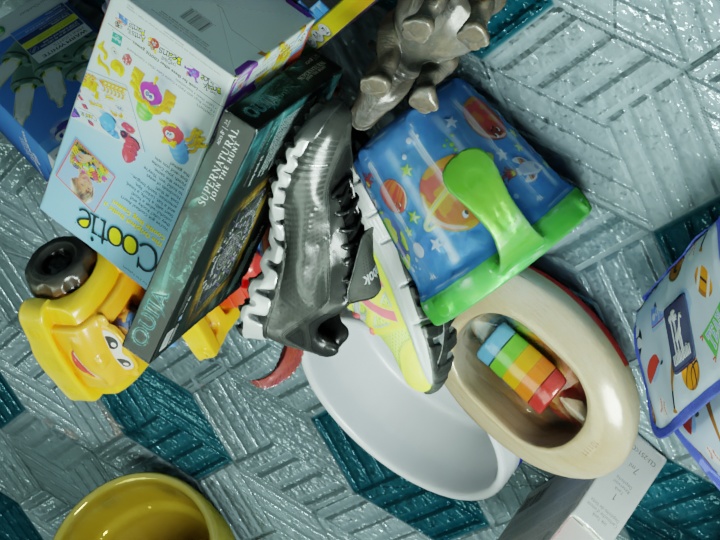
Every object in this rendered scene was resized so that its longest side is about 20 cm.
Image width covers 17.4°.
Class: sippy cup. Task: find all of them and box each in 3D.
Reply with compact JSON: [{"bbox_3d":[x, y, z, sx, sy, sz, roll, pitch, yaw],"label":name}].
[{"bbox_3d":[0.067,-0.054,1.601,0.131,0.139,0.178,54,140,-1],"label":"sippy cup"}]

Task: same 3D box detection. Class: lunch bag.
[{"bbox_3d":[0.270,0.068,1.526,0.200,0.123,0.170,51,154,9],"label":"lunch bag"}]

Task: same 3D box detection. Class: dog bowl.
[{"bbox_3d":[0.053,0.085,1.862,0.199,0.079,0.201,31,151,19],"label":"dog bowl"}]

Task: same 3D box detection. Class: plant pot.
[{"bbox_3d":[-0.201,0.337,2.445,0.200,0.202,0.189,22,162,32],"label":"plant pot"}]

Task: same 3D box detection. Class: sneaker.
[{"bbox_3d":[0.000,0.000,1.671,0.090,0.078,0.201,-25,90,20],"label":"sneaker"},{"bbox_3d":[-0.020,-0.023,1.594,0.090,0.066,0.201,25,124,13],"label":"sneaker"}]

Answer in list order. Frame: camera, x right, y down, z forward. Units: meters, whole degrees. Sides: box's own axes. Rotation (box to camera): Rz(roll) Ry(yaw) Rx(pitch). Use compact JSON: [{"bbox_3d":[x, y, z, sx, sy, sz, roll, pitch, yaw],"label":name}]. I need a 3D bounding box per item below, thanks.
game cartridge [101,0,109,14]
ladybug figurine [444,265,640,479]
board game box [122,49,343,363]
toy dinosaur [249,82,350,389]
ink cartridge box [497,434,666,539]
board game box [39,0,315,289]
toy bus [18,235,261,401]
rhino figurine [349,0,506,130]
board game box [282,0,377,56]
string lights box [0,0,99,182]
[{"bbox_3d":[-0.136,-0.131,1.794,0.129,0.038,0.201,38,157,42],"label":"game cartridge"},{"bbox_3d":[0.127,0.061,1.719,0.200,0.072,0.136,46,131,6],"label":"ladybug figurine"},{"bbox_3d":[-0.086,-0.044,1.589,0.028,0.135,0.201,33,121,9],"label":"board game box"},{"bbox_3d":[-0.039,-0.050,1.714,0.104,0.201,0.183,-9,122,22],"label":"toy dinosaur"},{"bbox_3d":[0.140,0.223,1.847,0.045,0.176,0.200,40,153,-1],"label":"ink cartridge box"},{"bbox_3d":[-0.126,-0.105,1.599,0.105,0.103,0.201,36,131,11],"label":"board game box"},{"bbox_3d":[-0.147,0.011,1.892,0.191,0.201,0.136,10,143,32],"label":"toy bus"},{"bbox_3d":[0.039,-0.147,1.525,0.059,0.088,0.200,28,149,-10],"label":"rhino figurine"},{"bbox_3d":[-0.040,-0.242,1.528,0.165,0.057,0.200,44,152,-8],"label":"board game box"},{"bbox_3d":[-0.222,-0.128,1.811,0.200,0.102,0.059,42,159,41],"label":"string lights box"}]
